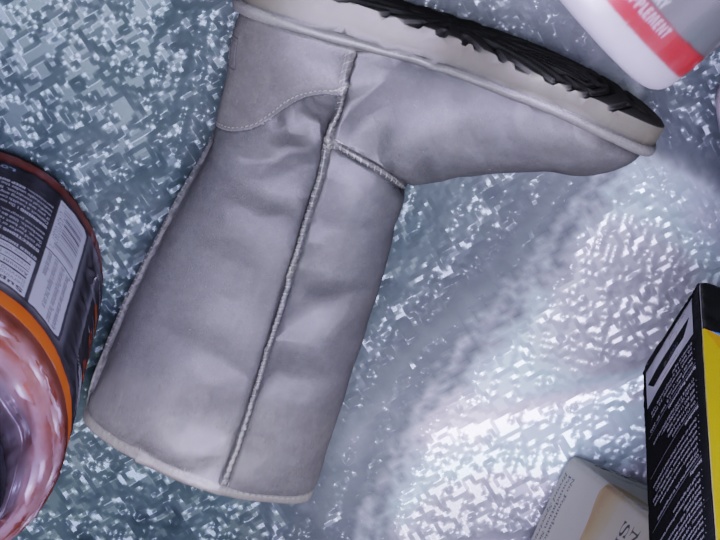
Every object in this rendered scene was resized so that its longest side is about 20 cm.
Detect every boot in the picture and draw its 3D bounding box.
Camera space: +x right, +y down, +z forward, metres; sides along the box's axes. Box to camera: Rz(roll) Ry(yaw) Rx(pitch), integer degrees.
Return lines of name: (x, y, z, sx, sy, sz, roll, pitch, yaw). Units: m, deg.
boot: (0.001, 0.000, 0.822, 0.181, 0.073, 0.201, 19, 103, 6)

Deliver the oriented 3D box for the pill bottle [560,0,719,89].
pill bottle: (0.141, -0.167, 0.739, 0.200, 0.114, 0.114, -41, 106, 13)

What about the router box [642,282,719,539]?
router box: (0.190, 0.098, 0.696, 0.199, 0.150, 0.051, 19, 128, -10)

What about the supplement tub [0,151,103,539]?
supplement tub: (-0.150, 0.035, 0.762, 0.106, 0.200, 0.108, 0, 112, -1)

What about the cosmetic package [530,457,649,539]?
cosmetic package: (0.112, 0.144, 0.801, 0.071, 0.200, 0.106, 23, 91, -10)

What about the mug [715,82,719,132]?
mug: (0.227, 0.000, 0.793, 0.185, 0.150, 0.154, -4, 119, 7)
